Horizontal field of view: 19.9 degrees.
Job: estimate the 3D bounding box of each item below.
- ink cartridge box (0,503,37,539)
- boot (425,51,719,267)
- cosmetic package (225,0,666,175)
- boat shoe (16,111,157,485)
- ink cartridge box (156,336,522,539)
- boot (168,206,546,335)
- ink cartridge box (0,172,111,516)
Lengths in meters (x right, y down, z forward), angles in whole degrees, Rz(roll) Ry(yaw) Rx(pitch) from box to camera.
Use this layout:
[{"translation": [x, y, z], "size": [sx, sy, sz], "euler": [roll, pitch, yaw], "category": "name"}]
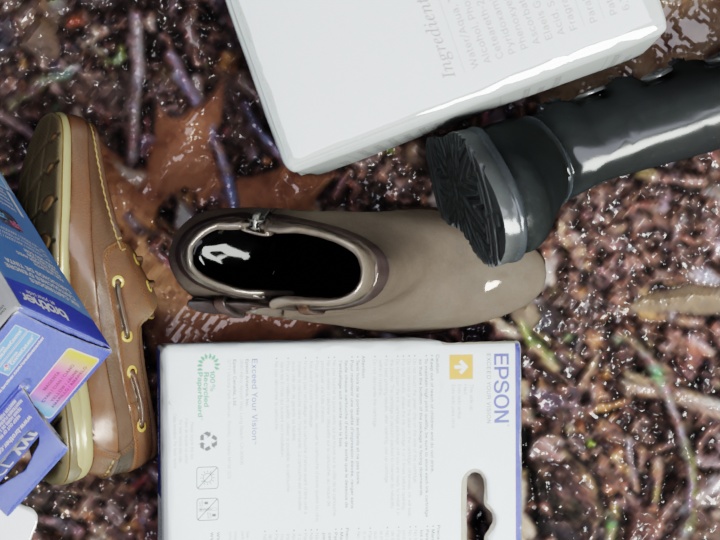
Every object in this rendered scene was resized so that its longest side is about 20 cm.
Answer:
[{"translation": [-0.279, 0.144, 1.132], "size": [0.198, 0.067, 0.117], "euler": [22, 92, 3], "category": "ink cartridge box"}, {"translation": [0.143, -0.065, 1.043], "size": [0.198, 0.165, 0.066], "euler": [-13, 106, -6], "category": "boot"}, {"translation": [0.033, -0.159, 1.055], "size": [0.198, 0.167, 0.168], "euler": [-20, 91, 3], "category": "cosmetic package"}, {"translation": [-0.148, 0.015, 1.127], "size": [0.067, 0.072, 0.202], "euler": [-2, 84, -30], "category": "boat shoe"}, {"translation": [-0.012, 0.136, 1.122], "size": [0.198, 0.043, 0.199], "euler": [0, 92, -11], "category": "ink cartridge box"}, {"translation": [0.000, 0.000, 1.071], "size": [0.198, 0.146, 0.071], "euler": [0, 90, 3], "category": "boot"}, {"translation": [-0.218, 0.036, 1.062], "size": [0.137, 0.076, 0.200], "euler": [-48, 49, 12], "category": "ink cartridge box"}]
